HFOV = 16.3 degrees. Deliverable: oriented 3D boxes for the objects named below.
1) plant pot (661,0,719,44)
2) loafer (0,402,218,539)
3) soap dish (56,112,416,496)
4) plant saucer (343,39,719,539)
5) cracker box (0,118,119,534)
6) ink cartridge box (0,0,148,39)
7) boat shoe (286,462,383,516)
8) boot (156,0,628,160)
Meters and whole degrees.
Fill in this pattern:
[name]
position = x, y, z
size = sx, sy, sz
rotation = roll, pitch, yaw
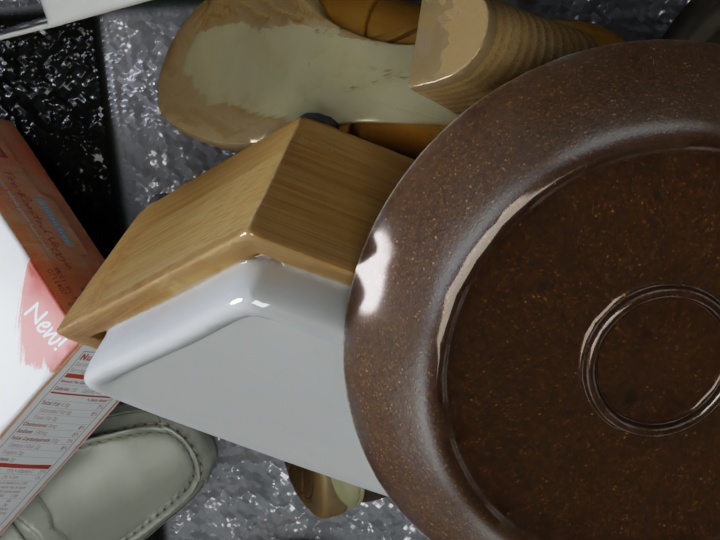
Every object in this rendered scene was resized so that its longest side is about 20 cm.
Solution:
[plant pot]
position = 0.200, -0.015, 0.939
size = 0.199, 0.174, 0.201
rotation = 2, 112, 5
[loafer]
position = -0.150, 0.119, 1.090
size = 0.200, 0.070, 0.070
rotation = -32, 104, 17
[soap dish]
position = 0.012, 0.021, 0.913
size = 0.199, 0.082, 0.157
rotation = 20, 157, -25
[plant saucer]
position = 0.095, 0.025, 0.824
size = 0.199, 0.035, 0.201
rotation = -5, 113, -12
[cracker box]
position = -0.189, 0.049, 1.040
size = 0.200, 0.058, 0.134
rotation = -47, 62, 20
[ink cartridge box]
position = -0.059, -0.143, 0.948
size = 0.199, 0.115, 0.068
rotation = -14, 98, 12
[boat shoe]
position = 0.000, 0.000, 1.028
size = 0.072, 0.072, 0.201
rotation = -10, 105, -17
[boot]
position = 0.032, -0.055, 0.922
size = 0.144, 0.201, 0.071
rotation = 24, 76, -39
